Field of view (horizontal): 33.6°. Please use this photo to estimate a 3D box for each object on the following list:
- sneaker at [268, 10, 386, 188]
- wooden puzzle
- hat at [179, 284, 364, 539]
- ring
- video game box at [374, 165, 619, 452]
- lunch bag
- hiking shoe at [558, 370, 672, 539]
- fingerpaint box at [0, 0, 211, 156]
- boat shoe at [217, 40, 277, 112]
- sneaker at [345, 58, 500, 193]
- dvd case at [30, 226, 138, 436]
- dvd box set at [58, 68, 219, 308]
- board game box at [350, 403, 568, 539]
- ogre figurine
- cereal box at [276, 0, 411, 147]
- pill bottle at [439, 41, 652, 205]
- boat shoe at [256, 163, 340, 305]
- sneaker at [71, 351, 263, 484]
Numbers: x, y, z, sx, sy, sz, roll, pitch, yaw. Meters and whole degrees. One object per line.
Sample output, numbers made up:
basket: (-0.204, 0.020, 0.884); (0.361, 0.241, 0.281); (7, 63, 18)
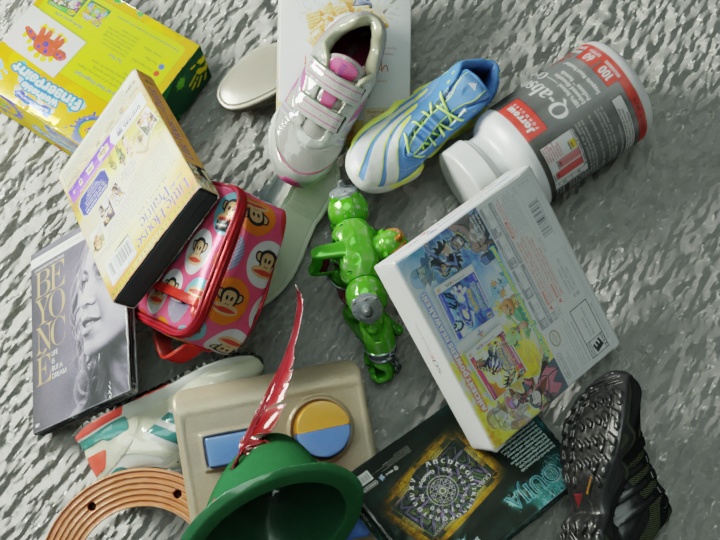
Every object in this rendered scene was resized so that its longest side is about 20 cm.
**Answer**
sneaker: (-0.033, -0.180, 1.196); (0.081, 0.088, 0.202); (23, 80, -7)
wooden puzzle: (-0.071, 0.194, 1.114); (0.183, 0.046, 0.202); (-10, 79, -9)
hat: (-0.098, 0.164, 1.073); (0.198, 0.166, 0.177); (-24, 50, -9)
ring: (-0.204, 0.288, 1.120); (0.198, 0.019, 0.203); (0, 79, 0)
video game box: (0.132, 0.035, 1.115); (0.182, 0.047, 0.201); (-35, 102, -29)
lunch bag: (-0.161, 0.002, 1.164); (0.199, 0.081, 0.178); (15, 85, 56)
hiking shoe: (0.238, 0.195, 1.098); (0.100, 0.075, 0.202); (15, 79, -34)
fingerpaint box: (-0.294, -0.213, 1.320); (0.199, 0.073, 0.168); (30, 74, 16)
boat shoe: (-0.068, -0.233, 1.321); (0.200, 0.057, 0.067); (-39, 66, -4)
sneaker: (0.068, -0.158, 1.203); (0.076, 0.105, 0.200); (46, 59, 3)
dvd case: (-0.281, 0.049, 1.200); (0.148, 0.016, 0.202); (-25, 60, 33)
dvd box set: (-0.220, -0.083, 1.158); (0.147, 0.029, 0.201); (-50, 47, 18)
board game box: (0.097, 0.196, 1.106); (0.199, 0.028, 0.135); (-31, 68, -27)
ogre figurine: (0.000, 0.000, 1.179); (0.097, 0.120, 0.202); (5, 69, 8)
cereal box: (-0.018, -0.233, 1.270); (0.142, 0.040, 0.202); (1, 87, -8)
pill bottle: (0.187, -0.134, 1.215); (0.199, 0.116, 0.116); (-35, 69, -8)
boat shoe: (-0.095, -0.038, 1.248); (0.201, 0.073, 0.062); (-57, 30, -9)
sneaker: (-0.176, 0.153, 1.174); (0.198, 0.070, 0.094); (-25, 89, -9)
